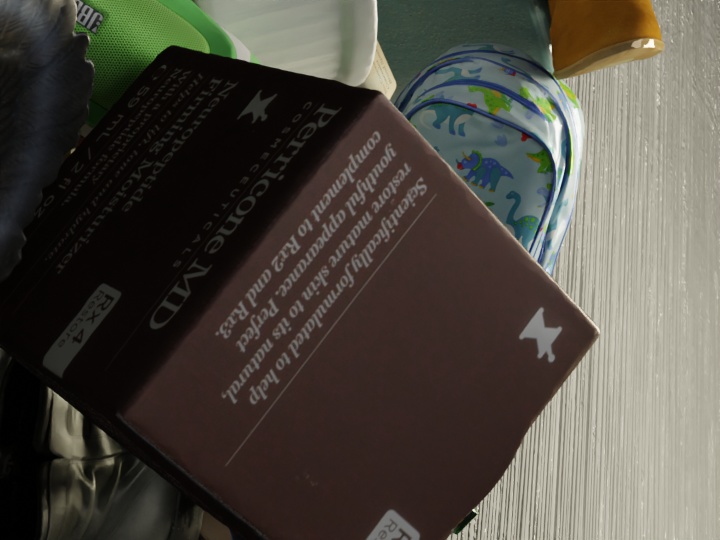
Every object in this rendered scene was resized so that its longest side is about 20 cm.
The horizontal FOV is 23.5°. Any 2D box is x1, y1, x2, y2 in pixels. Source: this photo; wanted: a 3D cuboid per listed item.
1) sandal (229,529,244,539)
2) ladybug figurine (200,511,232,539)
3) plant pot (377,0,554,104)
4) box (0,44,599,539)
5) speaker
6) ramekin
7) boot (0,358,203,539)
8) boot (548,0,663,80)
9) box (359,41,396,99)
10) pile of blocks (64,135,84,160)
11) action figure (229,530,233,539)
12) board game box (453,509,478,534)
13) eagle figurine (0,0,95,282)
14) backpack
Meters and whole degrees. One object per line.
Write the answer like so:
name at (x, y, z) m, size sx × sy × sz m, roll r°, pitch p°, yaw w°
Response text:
sandal at (-0.039, 0.119, 0.902) m, size 0.076 × 0.043 × 0.201 m, roll -16°, pitch 85°, yaw -36°
ladybug figurine at (-0.048, 0.111, 1.040) m, size 0.200 × 0.072 × 0.136 m, roll 35°, pitch 49°, yaw -54°
plant pot at (0.067, -0.207, 1.287) m, size 0.200 × 0.196 × 0.196 m, roll 59°, pitch 31°, yaw -43°
box at (-0.042, 0.020, 0.765) m, size 0.166 × 0.200 × 0.164 m, roll -52°, pitch 121°, yaw -11°
speaker at (-0.145, -0.122, 0.855) m, size 0.200 × 0.088 × 0.089 m, roll 32°, pitch 45°, yaw -20°
ramekin at (-0.070, -0.191, 0.991) m, size 0.200 × 0.097 × 0.201 m, roll 163°, pitch -90°, yaw -77°
boot at (-0.130, 0.056, 0.901) m, size 0.131 × 0.068 × 0.201 m, roll 28°, pitch 61°, yaw -56°
boot at (0.143, -0.201, 1.115) m, size 0.201 × 0.071 × 0.144 m, roll -64°, pitch 140°, yaw -80°
box at (-0.050, -0.099, 1.119) m, size 0.095 × 0.078 × 0.200 m, roll 63°, pitch 29°, yaw -29°
pile of blocks at (-0.162, -0.064, 0.900) m, size 0.082 × 0.062 × 0.200 m, roll 51°, pitch 36°, yaw -42°
action figure at (-0.050, 0.196, 0.930) m, size 0.065 × 0.099 × 0.201 m, roll 16°, pitch 90°, yaw -26°
board game box at (-0.011, 0.067, 1.014) m, size 0.105 × 0.023 × 0.200 m, roll 37°, pitch 11°, yaw -41°
eagle figurine at (-0.203, -0.032, 0.704) m, size 0.152 × 0.151 × 0.201 m, roll 28°, pitch 61°, yaw -44°
backpack at (0.070, -0.050, 1.143) m, size 0.200 × 0.163 × 0.154 m, roll -64°, pitch 170°, yaw 11°
